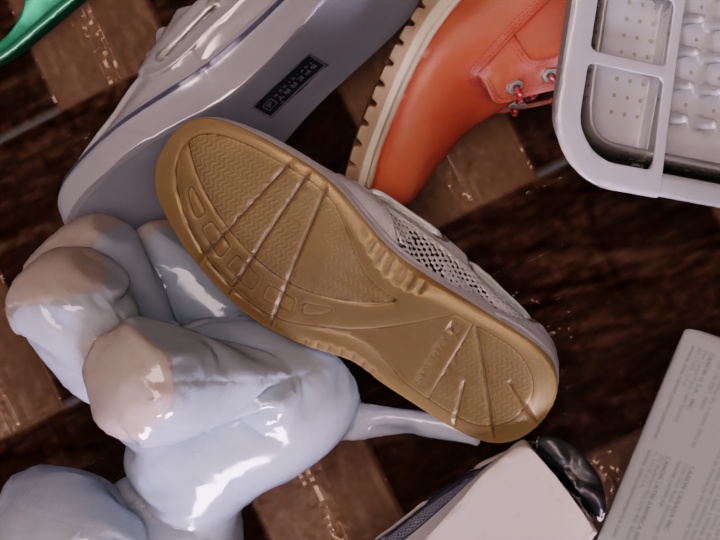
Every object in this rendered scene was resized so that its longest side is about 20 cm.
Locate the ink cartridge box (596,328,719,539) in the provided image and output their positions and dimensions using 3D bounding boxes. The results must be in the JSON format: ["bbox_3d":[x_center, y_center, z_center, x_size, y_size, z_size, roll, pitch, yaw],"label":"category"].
[{"bbox_3d":[0.198,0.133,1.133,0.200,0.047,0.160,21,85,24],"label":"ink cartridge box"}]

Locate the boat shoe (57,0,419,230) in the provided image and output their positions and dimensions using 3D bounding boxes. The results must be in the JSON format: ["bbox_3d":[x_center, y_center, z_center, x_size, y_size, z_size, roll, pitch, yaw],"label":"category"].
[{"bbox_3d":[-0.062,-0.091,1.227,0.200,0.074,0.065,-37,56,9],"label":"boat shoe"}]

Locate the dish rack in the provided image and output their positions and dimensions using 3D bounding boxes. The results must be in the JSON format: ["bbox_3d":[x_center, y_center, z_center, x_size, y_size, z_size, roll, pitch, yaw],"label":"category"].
[{"bbox_3d":[0.173,-0.109,1.178,0.200,0.044,0.172,9,89,-23],"label":"dish rack"}]

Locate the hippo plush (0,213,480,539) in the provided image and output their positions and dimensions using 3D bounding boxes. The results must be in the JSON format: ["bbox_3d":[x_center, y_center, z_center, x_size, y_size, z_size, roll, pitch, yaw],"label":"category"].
[{"bbox_3d":[-0.091,0.079,1.203,0.200,0.159,0.161,12,114,-36],"label":"hippo plush"}]

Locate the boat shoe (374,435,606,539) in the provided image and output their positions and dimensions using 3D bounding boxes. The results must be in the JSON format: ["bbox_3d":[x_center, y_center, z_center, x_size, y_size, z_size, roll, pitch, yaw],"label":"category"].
[{"bbox_3d":[0.028,0.149,1.194,0.200,0.093,0.075,-38,85,4],"label":"boat shoe"}]

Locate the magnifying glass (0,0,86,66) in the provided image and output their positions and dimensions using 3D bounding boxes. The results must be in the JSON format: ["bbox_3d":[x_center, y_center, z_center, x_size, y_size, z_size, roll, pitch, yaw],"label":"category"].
[{"bbox_3d":[-0.132,-0.144,1.252,0.200,0.022,0.080,-13,87,4],"label":"magnifying glass"}]

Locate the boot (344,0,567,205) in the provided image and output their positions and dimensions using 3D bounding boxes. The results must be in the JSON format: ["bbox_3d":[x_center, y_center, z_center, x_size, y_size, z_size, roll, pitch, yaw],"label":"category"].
[{"bbox_3d":[0.073,-0.095,1.208,0.107,0.075,0.200,35,91,0],"label":"boot"}]

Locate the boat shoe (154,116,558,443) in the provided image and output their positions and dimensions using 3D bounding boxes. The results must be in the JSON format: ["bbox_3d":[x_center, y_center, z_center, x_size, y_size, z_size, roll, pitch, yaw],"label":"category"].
[{"bbox_3d":[0.000,0.000,1.179,0.200,0.069,0.071,37,111,-2],"label":"boat shoe"}]
